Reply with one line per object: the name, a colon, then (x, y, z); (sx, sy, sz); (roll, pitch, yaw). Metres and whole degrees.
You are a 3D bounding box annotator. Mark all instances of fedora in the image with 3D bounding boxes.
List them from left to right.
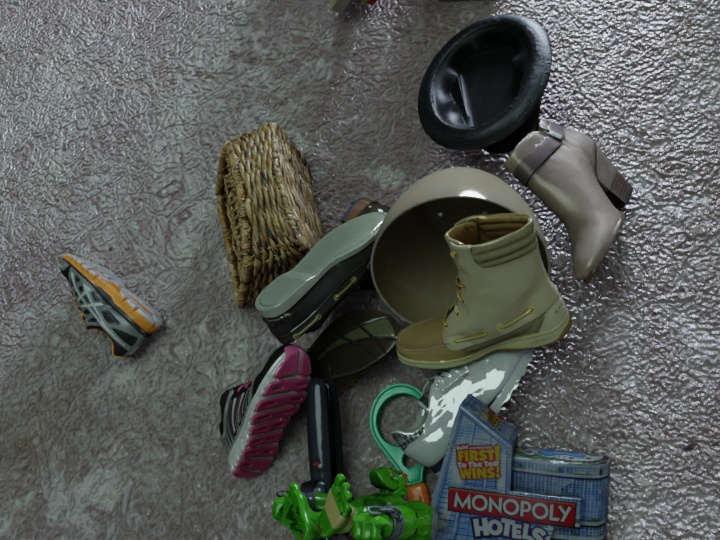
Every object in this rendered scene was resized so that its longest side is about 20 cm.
fedora: (0.167, -0.218, 1.094); (0.199, 0.092, 0.202); (-18, 52, 25)

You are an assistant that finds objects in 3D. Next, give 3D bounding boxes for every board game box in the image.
board game box: (0.154, 0.237, 0.905); (0.198, 0.062, 0.202); (3, 95, 17)

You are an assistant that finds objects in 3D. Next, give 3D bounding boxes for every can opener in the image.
can opener: (-0.042, 0.224, 1.010); (0.078, 0.063, 0.202); (-3, 89, 14)

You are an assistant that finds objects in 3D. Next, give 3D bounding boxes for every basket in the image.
basket: (-0.141, -0.074, 1.138); (0.148, 0.143, 0.201); (-19, 64, 13)

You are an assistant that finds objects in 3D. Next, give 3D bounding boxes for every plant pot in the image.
plant pot: (0.116, -0.042, 1.017); (0.199, 0.201, 0.135); (-12, 37, 17)

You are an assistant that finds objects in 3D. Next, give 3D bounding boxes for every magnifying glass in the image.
magnifying glass: (0.060, 0.228, 1.015); (0.079, 0.022, 0.201); (-18, 66, 13)

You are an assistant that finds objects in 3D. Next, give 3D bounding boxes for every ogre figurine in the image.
ogre figurine: (0.000, 0.254, 0.899); (0.200, 0.119, 0.099); (-40, 47, 45)

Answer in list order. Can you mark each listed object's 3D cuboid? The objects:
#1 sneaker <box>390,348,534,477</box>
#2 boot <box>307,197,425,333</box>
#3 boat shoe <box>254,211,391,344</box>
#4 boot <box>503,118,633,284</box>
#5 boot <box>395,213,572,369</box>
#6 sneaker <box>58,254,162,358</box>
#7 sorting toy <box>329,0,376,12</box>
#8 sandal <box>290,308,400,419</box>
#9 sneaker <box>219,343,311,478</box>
sneaker: (0.119, 0.132, 0.982); (0.080, 0.076, 0.200); (37, 81, 3)
boot: (0.000, 0.000, 1.082); (0.096, 0.075, 0.201); (17, 67, 28)
boat shoe: (-0.034, 0.005, 1.028); (0.201, 0.061, 0.072); (-39, 30, -23)
boot: (0.228, -0.088, 0.996); (0.146, 0.070, 0.200); (34, 45, 1)
boot: (0.110, 0.023, 0.939); (0.199, 0.156, 0.073); (-13, 34, 23)
sneaker: (-0.365, 0.045, 1.221); (0.200, 0.078, 0.078); (37, 95, 29)
sorting toy: (0.025, -0.494, 1.219); (0.069, 0.199, 0.202); (9, 67, -23)
sandal: (-0.027, 0.119, 1.077); (0.200, 0.054, 0.082); (-42, 54, 18)
sneaker: (-0.125, 0.155, 1.053); (0.088, 0.073, 0.201); (50, 129, 36)
